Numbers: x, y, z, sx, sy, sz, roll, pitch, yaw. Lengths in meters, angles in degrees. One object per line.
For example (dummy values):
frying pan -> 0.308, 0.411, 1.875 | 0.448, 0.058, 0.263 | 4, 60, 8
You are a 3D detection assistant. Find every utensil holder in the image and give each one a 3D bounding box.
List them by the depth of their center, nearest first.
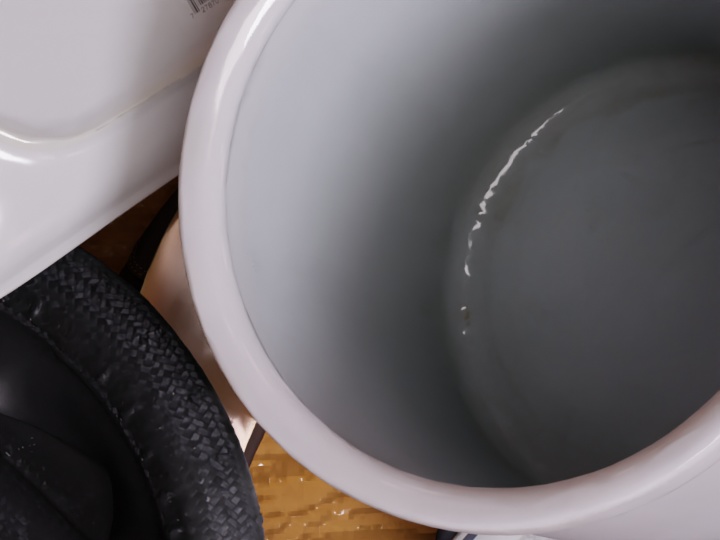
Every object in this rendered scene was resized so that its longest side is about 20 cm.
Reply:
utensil holder -> 0.066, -0.007, 0.744 | 0.169, 0.200, 0.171 | -4, 79, 20

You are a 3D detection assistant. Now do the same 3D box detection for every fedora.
fedora -> -0.105, 0.084, 0.770 | 0.199, 0.092, 0.202 | -3, 80, 16

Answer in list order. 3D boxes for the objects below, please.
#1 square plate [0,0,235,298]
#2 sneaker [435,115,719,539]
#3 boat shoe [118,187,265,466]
square plate -> -0.075, -0.122, 0.726 | 0.200, 0.028, 0.199 | -34, 98, -27
sneaker -> 0.082, 0.016, 0.883 | 0.079, 0.078, 0.200 | 44, 96, 22
boat shoe -> -0.068, 0.059, 0.855 | 0.070, 0.070, 0.201 | 30, 90, -10
